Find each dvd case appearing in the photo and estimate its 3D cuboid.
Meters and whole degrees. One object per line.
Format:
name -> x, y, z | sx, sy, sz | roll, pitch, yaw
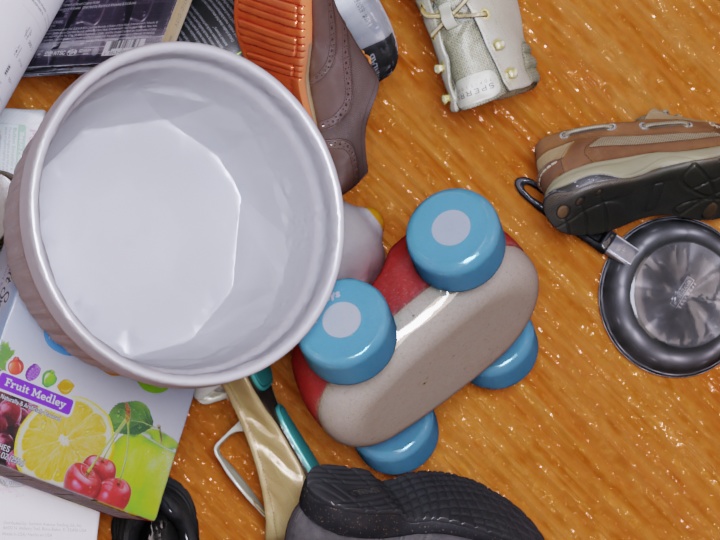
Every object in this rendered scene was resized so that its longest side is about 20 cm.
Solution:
dvd case -> -0.150, -0.220, 1.156 | 0.016, 0.148, 0.201 | 37, 64, -44

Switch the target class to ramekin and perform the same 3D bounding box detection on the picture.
ramekin -> -0.119, -0.028, 1.037 | 0.199, 0.105, 0.202 | 4, 82, -28

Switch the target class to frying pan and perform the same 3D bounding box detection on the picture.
frying pan -> 0.207, -0.014, 1.232 | 0.115, 0.031, 0.191 | -32, 91, -9

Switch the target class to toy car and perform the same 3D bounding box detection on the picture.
toy car -> 0.000, 0.000, 1.164 | 0.177, 0.185, 0.200 | -39, 61, -8

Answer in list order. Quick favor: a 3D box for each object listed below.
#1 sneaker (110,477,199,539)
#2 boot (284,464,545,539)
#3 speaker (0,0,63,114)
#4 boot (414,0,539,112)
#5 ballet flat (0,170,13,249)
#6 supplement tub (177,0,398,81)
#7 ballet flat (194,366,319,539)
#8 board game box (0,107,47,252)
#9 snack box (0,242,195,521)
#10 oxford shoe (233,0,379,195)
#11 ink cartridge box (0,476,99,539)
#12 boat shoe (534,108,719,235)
sneaker -> -0.129, 0.238, 1.145 | 0.075, 0.091, 0.202 | -13, 87, -8
boot -> 0.020, 0.205, 1.173 | 0.199, 0.070, 0.132 | 14, 112, -28
speaker -> -0.255, -0.131, 1.097 | 0.081, 0.081, 0.201 | 24, 65, -3
boot -> 0.057, -0.185, 1.161 | 0.072, 0.200, 0.156 | -15, 88, 28
ballet flat -> -0.296, 0.006, 1.117 | 0.200, 0.046, 0.067 | -42, 99, -1
supplement tub -> -0.085, -0.137, 1.168 | 0.199, 0.123, 0.123 | -32, 88, -8
ballet flat -> -0.080, 0.094, 1.177 | 0.063, 0.069, 0.201 | -26, 86, 7
board game box -> -0.314, -0.039, 1.168 | 0.198, 0.064, 0.149 | 4, 85, -3
snack box -> -0.169, 0.042, 1.098 | 0.142, 0.053, 0.201 | 27, 71, -33
oxford shoe -> -0.030, -0.138, 1.090 | 0.073, 0.071, 0.201 | -23, 126, -32
ink cartridge box -> -0.231, 0.118, 1.136 | 0.116, 0.067, 0.202 | 8, 87, -27
boat shoe -> 0.215, -0.081, 1.214 | 0.198, 0.076, 0.074 | -7, 55, -18
